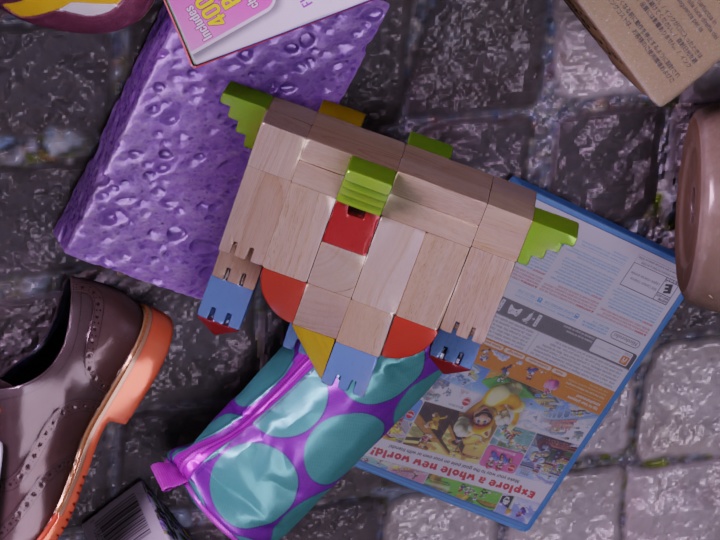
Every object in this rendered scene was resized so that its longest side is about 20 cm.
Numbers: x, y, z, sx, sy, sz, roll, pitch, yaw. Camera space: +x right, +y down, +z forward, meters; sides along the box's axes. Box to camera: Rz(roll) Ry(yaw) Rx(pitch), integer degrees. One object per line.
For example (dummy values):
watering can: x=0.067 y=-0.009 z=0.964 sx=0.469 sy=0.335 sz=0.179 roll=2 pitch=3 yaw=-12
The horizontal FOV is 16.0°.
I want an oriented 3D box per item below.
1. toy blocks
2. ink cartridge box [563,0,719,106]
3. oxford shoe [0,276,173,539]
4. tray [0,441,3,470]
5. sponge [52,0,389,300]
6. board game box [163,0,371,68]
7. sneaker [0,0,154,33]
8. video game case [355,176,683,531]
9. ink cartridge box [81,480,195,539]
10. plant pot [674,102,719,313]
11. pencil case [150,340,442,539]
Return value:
toy blocks: x=0.000 y=0.000 z=1.367 sx=0.200 sy=0.100 sz=0.137 roll=20 pitch=111 yaw=-1
ink cartridge box: x=0.159 y=-0.216 z=1.376 sx=0.165 sy=0.075 sz=0.200 roll=-40 pitch=121 yaw=3
oxford shoe: x=-0.186 y=0.095 z=1.422 sx=0.072 sy=0.071 sz=0.200 roll=31 pitch=87 yaw=-24
tray: x=-0.294 y=0.133 z=1.359 sx=0.200 sy=0.022 sz=0.108 roll=6 pitch=94 yaw=-23
sponge: x=-0.076 y=-0.082 z=1.391 sx=0.111 sy=0.030 sz=0.200 roll=19 pitch=108 yaw=-28
board game box: x=-0.021 y=-0.208 z=1.285 sx=0.200 sy=0.040 sz=0.153 roll=-19 pitch=110 yaw=10
sneaker: x=-0.183 y=-0.165 z=1.271 sx=0.200 sy=0.090 sz=0.075 roll=26 pitch=106 yaw=-29
video game case: x=0.095 y=0.054 z=1.534 sx=0.143 sy=0.018 sz=0.200 roll=23 pitch=107 yaw=-29
ink cartridge box: x=-0.080 y=0.225 z=1.508 sx=0.050 sy=0.109 sz=0.200 roll=-37 pitch=123 yaw=2
plant pot: x=0.274 y=-0.035 z=1.469 sx=0.174 sy=0.200 sz=0.201 roll=4 pitch=117 yaw=0
pencil case: x=-0.021 y=0.067 z=1.459 sx=0.200 sy=0.085 sz=0.092 roll=-47 pitch=138 yaw=8
